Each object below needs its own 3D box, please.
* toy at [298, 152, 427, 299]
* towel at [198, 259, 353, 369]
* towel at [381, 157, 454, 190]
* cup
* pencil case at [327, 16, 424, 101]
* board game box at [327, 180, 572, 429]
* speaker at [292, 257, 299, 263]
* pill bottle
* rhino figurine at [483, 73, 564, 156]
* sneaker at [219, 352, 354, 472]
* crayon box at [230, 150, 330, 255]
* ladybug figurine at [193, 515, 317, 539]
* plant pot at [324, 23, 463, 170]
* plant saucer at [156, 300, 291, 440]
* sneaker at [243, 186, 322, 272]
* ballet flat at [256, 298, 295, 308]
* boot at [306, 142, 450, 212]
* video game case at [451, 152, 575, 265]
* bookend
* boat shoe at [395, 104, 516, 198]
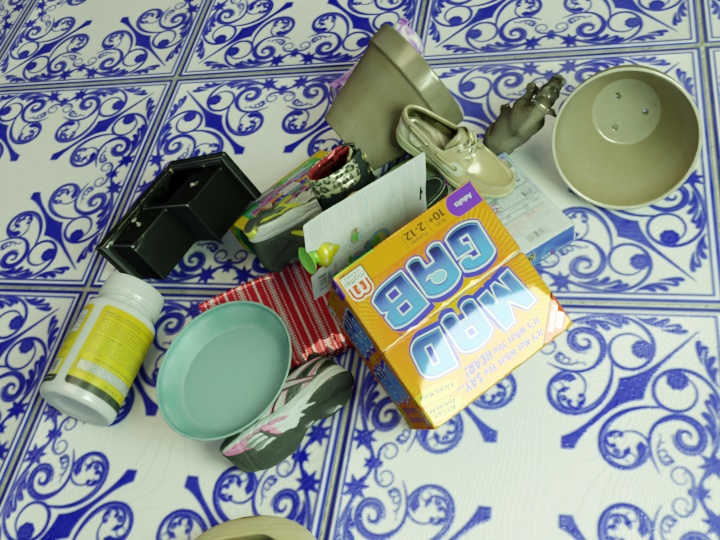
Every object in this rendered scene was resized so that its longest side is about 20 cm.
[{"bbox_3d":[0.001,-0.063,0.971,0.047,0.117,0.199,31,53,35],"label":"toy"},{"bbox_3d":[-0.113,0.075,1.099,0.197,0.022,0.147,-23,89,-2],"label":"towel"},{"bbox_3d":[0.059,-0.108,1.184,0.142,0.023,0.200,13,49,44],"label":"towel"},{"bbox_3d":[0.383,-0.210,1.120,0.197,0.203,0.144,4,30,19],"label":"cup"},{"bbox_3d":[0.031,-0.355,1.373,0.083,0.086,0.200,29,68,33],"label":"pencil case"},{"bbox_3d":[0.096,0.053,0.951,0.199,0.200,0.201,-35,83,-10],"label":"board game box"},{"bbox_3d":[0.000,0.000,1.134,0.197,0.082,0.082,14,60,24],"label":"speaker"},{"bbox_3d":[-0.373,0.113,1.143,0.112,0.115,0.202,8,58,21],"label":"pill bottle"},{"bbox_3d":[0.250,-0.233,1.166,0.059,0.200,0.088,36,65,-8],"label":"rhino figurine"},{"bbox_3d":[-0.105,0.187,1.048,0.198,0.081,0.086,-32,41,-18],"label":"sneaker"},{"bbox_3d":[-0.100,-0.104,1.202,0.199,0.059,0.172,-38,21,-11],"label":"crayon box"},{"bbox_3d":[-0.127,0.365,0.919,0.196,0.072,0.138,-9,53,11],"label":"ladybug figurine"},{"bbox_3d":[0.041,-0.261,1.254,0.173,0.200,0.201,-42,53,4],"label":"plant pot"},{"bbox_3d":[-0.176,0.136,1.031,0.196,0.036,0.203,-11,54,16],"label":"plant saucer"},{"bbox_3d":[-0.067,-0.065,1.091,0.197,0.086,0.074,-24,25,-19],"label":"sneaker"},{"bbox_3d":[-0.167,0.070,1.142,0.197,0.068,0.069,-25,49,-2],"label":"ballet flat"},{"bbox_3d":[0.028,-0.108,1.044,0.202,0.155,0.073,-36,36,-17],"label":"boot"},{"bbox_3d":[0.182,-0.063,1.146,0.198,0.046,0.182,-30,52,-5],"label":"video game case"},{"bbox_3d":[-0.287,-0.076,1.215,0.197,0.092,0.201,4,53,53],"label":"bookend"},{"bbox_3d":[0.142,-0.175,1.137,0.198,0.065,0.073,33,67,7],"label":"boat shoe"}]
